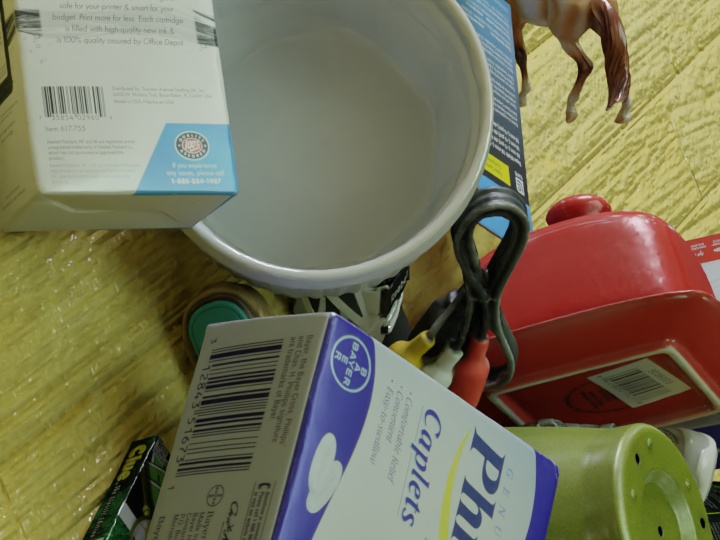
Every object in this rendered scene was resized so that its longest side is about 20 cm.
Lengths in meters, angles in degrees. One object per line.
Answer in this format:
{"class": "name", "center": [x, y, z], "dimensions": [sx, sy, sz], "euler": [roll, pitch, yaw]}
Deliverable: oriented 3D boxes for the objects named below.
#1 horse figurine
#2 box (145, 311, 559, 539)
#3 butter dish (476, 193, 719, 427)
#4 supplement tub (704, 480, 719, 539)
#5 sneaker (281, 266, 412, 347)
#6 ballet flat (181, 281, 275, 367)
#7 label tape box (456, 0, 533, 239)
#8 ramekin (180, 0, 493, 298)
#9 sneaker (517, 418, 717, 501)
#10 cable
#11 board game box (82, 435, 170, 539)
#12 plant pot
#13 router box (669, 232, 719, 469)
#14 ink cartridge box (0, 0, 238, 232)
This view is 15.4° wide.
{"class": "horse figurine", "center": [0.135, -0.175, 1.887], "dimensions": [0.050, 0.200, 0.133], "euler": [-19, 116, -30]}
{"class": "box", "center": [-0.006, 0.148, 1.413], "dimensions": [0.200, 0.105, 0.185], "euler": [35, 60, -38]}
{"class": "butter dish", "center": [0.152, 0.020, 1.745], "dimensions": [0.200, 0.199, 0.149], "euler": [42, 37, -58]}
{"class": "supplement tub", "center": [0.211, 0.206, 1.807], "dimensions": [0.199, 0.122, 0.123], "euler": [1, 73, -45]}
{"class": "sneaker", "center": [0.000, 0.000, 1.622], "dimensions": [0.200, 0.088, 0.074], "euler": [52, 33, -37]}
{"class": "ballet flat", "center": [-0.042, 0.097, 1.519], "dimensions": [0.063, 0.068, 0.201], "euler": [-44, 116, -75]}
{"class": "label tape box", "center": [0.052, -0.110, 1.797], "dimensions": [0.144, 0.063, 0.201], "euler": [30, 50, -52]}
{"class": "ramekin", "center": [-0.026, -0.078, 1.508], "dimensions": [0.105, 0.199, 0.201], "euler": [97, -15, -75]}
{"class": "sneaker", "center": [0.136, 0.132, 1.690], "dimensions": [0.082, 0.199, 0.075], "euler": [34, 58, -37]}
{"class": "cable", "center": [0.069, 0.031, 1.588], "dimensions": [0.097, 0.200, 0.051], "euler": [11, 52, -17]}
{"class": "board game box", "center": [-0.083, 0.197, 1.435], "dimensions": [0.200, 0.023, 0.105], "euler": [58, 34, -26]}
{"class": "plant pot", "center": [0.102, 0.175, 1.596], "dimensions": [0.200, 0.192, 0.201], "euler": [36, 45, -47]}
{"class": "router box", "center": [0.227, 0.060, 1.872], "dimensions": [0.049, 0.199, 0.180], "euler": [55, 32, -39]}
{"class": "ink cartridge box", "center": [-0.141, -0.126, 1.409], "dimensions": [0.115, 0.068, 0.201], "euler": [-1, 74, -28]}
